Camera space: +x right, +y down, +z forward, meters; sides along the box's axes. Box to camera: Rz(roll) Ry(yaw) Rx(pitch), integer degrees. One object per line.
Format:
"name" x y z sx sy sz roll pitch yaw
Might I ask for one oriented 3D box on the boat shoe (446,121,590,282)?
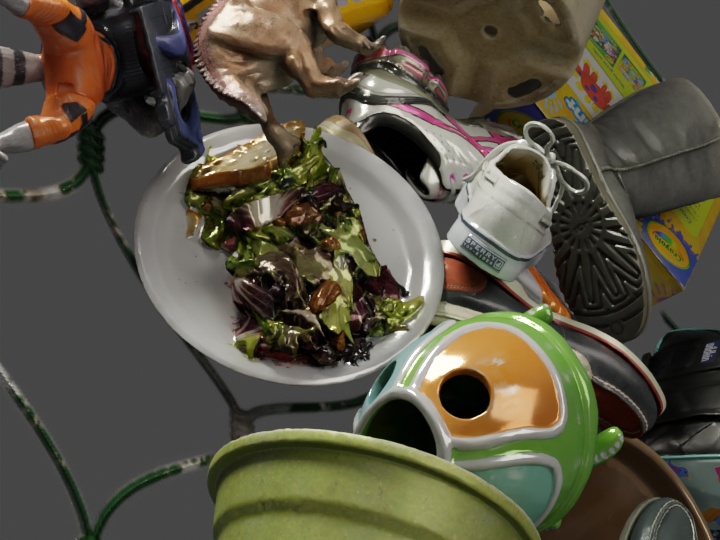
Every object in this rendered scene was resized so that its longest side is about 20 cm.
"boat shoe" 0.106 -0.055 1.488 0.074 0.086 0.202 35 13 4

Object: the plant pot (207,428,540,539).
"plant pot" -0.015 0.217 1.265 0.200 0.200 0.185 35 57 -29

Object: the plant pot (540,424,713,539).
"plant pot" 0.152 0.212 1.511 0.200 0.093 0.202 26 50 -35

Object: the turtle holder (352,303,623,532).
"turtle holder" 0.051 0.105 1.378 0.131 0.185 0.142 -10 84 -46

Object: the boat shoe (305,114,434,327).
"boat shoe" 0.000 0.000 1.507 0.072 0.072 0.201 -28 100 -23

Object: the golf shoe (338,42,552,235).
"golf shoe" 0.065 -0.072 1.614 0.199 0.073 0.092 33 49 -19

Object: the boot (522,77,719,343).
"boot" 0.210 -0.047 1.651 0.200 0.072 0.183 -11 84 -56

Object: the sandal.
"sandal" 0.113 0.030 1.609 0.207 0.059 0.079 42 12 -52

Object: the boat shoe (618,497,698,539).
"boat shoe" 0.201 0.225 1.434 0.073 0.062 0.201 38 44 -25

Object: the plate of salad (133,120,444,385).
"plate of salad" -0.042 -0.018 1.414 0.199 0.048 0.201 7 54 -10

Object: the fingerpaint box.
"fingerpaint box" 0.186 -0.089 1.753 0.200 0.073 0.167 49 39 -14

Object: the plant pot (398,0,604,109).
"plant pot" 0.109 -0.224 1.643 0.200 0.200 0.184 41 40 -23

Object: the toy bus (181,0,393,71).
"toy bus" -0.042 -0.193 1.568 0.200 0.065 0.079 -25 87 -52

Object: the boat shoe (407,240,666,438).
"boat shoe" 0.112 0.058 1.477 0.200 0.071 0.063 35 55 -17

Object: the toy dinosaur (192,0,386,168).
"toy dinosaur" -0.064 -0.154 1.406 0.135 0.086 0.200 39 44 -10

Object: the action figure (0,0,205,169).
"action figure" -0.173 -0.156 1.377 0.193 0.104 0.201 -14 96 -57

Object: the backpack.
"backpack" 0.307 0.126 1.652 0.154 0.199 0.176 65 33 -21
